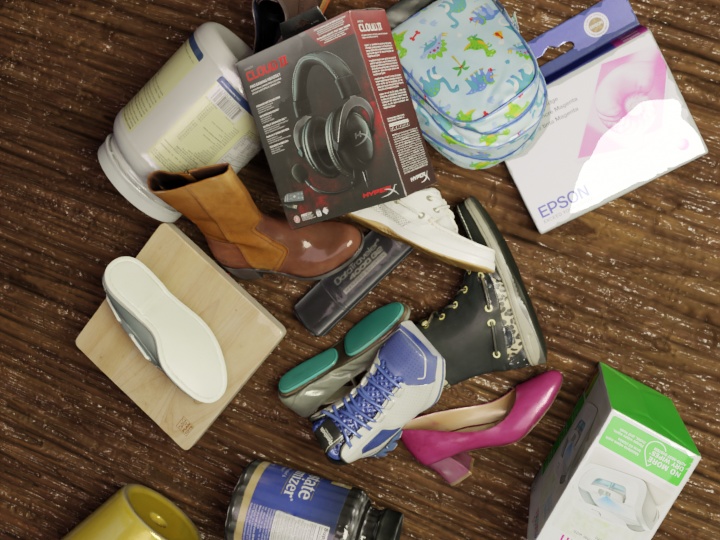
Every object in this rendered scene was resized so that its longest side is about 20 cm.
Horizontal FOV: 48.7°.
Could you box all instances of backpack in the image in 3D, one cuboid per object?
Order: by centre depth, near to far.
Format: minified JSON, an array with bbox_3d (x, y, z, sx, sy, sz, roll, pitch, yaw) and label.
[{"bbox_3d":[0.106,-0.202,0.832,0.162,0.154,0.201,-30,86,-8],"label":"backpack"}]

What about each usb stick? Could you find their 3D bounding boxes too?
[{"bbox_3d":[0.000,0.000,0.952,0.200,0.033,0.056,-44,76,14],"label":"usb stick"}]

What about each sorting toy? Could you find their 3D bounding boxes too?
[{"bbox_3d":[-0.216,0.078,0.993,0.199,0.070,0.200,42,104,6],"label":"sorting toy"}]

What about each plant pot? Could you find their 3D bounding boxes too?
[{"bbox_3d":[-0.305,0.381,0.995,0.200,0.201,0.189,38,88,6],"label":"plant pot"}]

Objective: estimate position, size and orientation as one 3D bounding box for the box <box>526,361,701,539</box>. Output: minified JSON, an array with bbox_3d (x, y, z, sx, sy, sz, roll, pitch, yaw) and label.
[{"bbox_3d":[0.256,0.214,0.831,0.096,0.200,0.177,28,103,9],"label":"box"}]

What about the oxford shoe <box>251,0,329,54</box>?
[{"bbox_3d":[-0.079,-0.311,0.894,0.071,0.072,0.202,-1,78,33],"label":"oxford shoe"}]

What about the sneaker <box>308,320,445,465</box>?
[{"bbox_3d":[0.010,0.159,0.890,0.081,0.115,0.200,45,128,25],"label":"sneaker"}]

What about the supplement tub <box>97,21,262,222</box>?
[{"bbox_3d":[-0.190,-0.167,0.919,0.200,0.145,0.145,-41,86,14],"label":"supplement tub"}]

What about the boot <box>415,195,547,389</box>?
[{"bbox_3d":[0.110,0.034,0.911,0.153,0.073,0.205,-23,89,18],"label":"boot"}]

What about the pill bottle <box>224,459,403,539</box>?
[{"bbox_3d":[-0.054,0.307,0.960,0.198,0.112,0.113,13,99,11],"label":"pill bottle"}]

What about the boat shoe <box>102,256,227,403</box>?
[{"bbox_3d":[-0.232,0.074,0.940,0.200,0.073,0.062,51,148,-3],"label":"boat shoe"}]

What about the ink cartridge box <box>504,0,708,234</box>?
[{"bbox_3d":[0.242,-0.172,0.871,0.195,0.043,0.201,-27,91,15],"label":"ink cartridge box"}]

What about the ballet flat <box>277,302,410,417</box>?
[{"bbox_3d":[-0.010,0.111,0.960,0.199,0.068,0.064,-34,115,15],"label":"ballet flat"}]

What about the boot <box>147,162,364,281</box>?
[{"bbox_3d":[-0.108,-0.065,0.889,0.187,0.200,0.069,1,61,20],"label":"boot"}]

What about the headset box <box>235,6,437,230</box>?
[{"bbox_3d":[-0.028,-0.159,0.803,0.148,0.077,0.201,-12,100,33],"label":"headset box"}]

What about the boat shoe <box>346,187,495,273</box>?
[{"bbox_3d":[0.067,-0.059,0.869,0.199,0.071,0.070,27,89,30],"label":"boat shoe"}]

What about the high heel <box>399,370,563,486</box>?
[{"bbox_3d":[0.136,0.162,0.918,0.096,0.067,0.200,43,107,-6],"label":"high heel"}]
